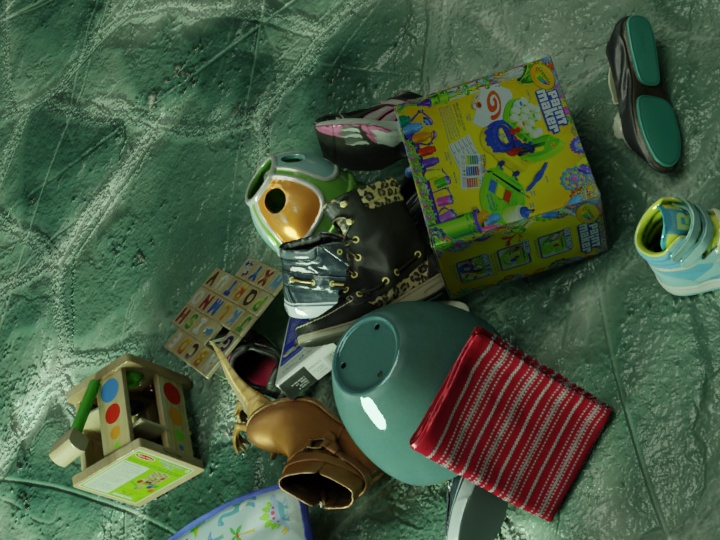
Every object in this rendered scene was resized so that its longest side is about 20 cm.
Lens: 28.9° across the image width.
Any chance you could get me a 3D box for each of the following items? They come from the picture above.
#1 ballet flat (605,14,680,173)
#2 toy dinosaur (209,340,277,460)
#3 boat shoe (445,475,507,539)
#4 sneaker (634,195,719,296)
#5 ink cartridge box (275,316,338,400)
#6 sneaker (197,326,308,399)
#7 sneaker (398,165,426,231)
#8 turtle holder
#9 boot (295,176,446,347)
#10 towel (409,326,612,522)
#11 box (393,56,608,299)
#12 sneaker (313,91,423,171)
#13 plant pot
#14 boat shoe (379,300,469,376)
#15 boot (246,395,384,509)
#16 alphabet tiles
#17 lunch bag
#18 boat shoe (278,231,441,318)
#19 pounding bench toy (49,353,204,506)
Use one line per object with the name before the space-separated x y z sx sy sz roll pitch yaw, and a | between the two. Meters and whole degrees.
ballet flat | 0.315 -0.191 1.583 0.072 0.073 0.203 -20 65 30
toy dinosaur | -0.131 0.171 1.744 0.106 0.200 0.060 -41 4 41
boat shoe | 0.116 0.218 1.544 0.090 0.071 0.203 1 67 44
sneaker | 0.371 -0.038 1.416 0.198 0.130 0.080 -21 57 30
ink cartridge box | -0.054 0.075 1.738 0.094 0.037 0.201 -38 21 19
sneaker | -0.147 0.111 1.799 0.199 0.084 0.078 16 80 42
sneaker | 0.036 -0.054 1.730 0.201 0.078 0.075 -55 47 5
turtle holder | -0.073 -0.095 1.785 0.141 0.131 0.187 -45 22 39
boot | -0.006 -0.009 1.609 0.198 0.073 0.152 -23 86 -15
towel | 0.160 0.163 1.456 0.146 0.199 0.022 -60 23 0
box | 0.159 -0.105 1.582 0.190 0.122 0.202 -17 57 5
sneaker | 0.039 -0.182 1.760 0.197 0.081 0.087 0 47 -5
plant pot | 0.045 0.114 1.505 0.198 0.134 0.202 -22 53 32
boat shoe | 0.054 0.093 1.661 0.200 0.061 0.072 -21 28 30
boot | -0.066 0.219 1.617 0.197 0.155 0.078 10 115 17
alphabet tiles | -0.185 0.053 1.852 0.168 0.008 0.199 -52 28 -9
lunch bag | -0.123 0.362 1.638 0.199 0.127 0.172 -38 50 32
boat shoe | 0.000 0.000 1.674 0.197 0.092 0.071 -7 22 5
pounding bench toy | -0.323 0.193 1.826 0.123 0.199 0.158 -30 54 24
